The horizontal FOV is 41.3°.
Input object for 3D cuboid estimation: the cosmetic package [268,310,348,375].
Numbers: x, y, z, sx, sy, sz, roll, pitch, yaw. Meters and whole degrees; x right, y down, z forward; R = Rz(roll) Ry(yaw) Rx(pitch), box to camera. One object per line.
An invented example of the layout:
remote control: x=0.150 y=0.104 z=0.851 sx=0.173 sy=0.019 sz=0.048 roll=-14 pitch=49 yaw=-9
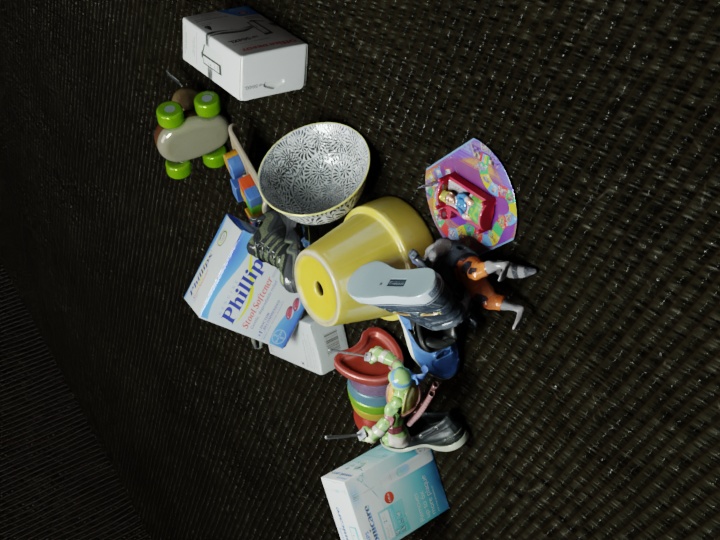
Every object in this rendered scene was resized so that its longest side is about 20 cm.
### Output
cosmetic package: x=-0.113 y=0.125 z=1.913 sx=0.199 sy=0.080 sz=0.115 roll=10 pitch=117 yaw=53

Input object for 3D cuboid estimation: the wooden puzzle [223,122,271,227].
wooden puzzle: x=-0.221 y=-0.158 z=1.871 sx=0.186 sy=0.046 sz=0.202 roll=89 pitch=158 yaw=-63

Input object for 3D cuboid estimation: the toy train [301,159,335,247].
toy train: x=-0.105 y=-0.135 z=1.757 sx=0.113 sy=0.086 sz=0.203 roll=21 pitch=123 yaw=38

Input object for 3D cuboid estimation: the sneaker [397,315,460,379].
sneaker: x=0.120 y=0.113 z=1.508 sx=0.202 sy=0.076 sz=0.111 roll=65 pitch=170 yaw=-29

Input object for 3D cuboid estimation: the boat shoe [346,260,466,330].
boat shoe: x=0.064 y=0.043 z=1.413 sx=0.199 sy=0.071 sz=0.091 roll=7 pitch=147 yaw=52

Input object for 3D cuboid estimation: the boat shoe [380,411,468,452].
boat shoe: x=0.098 y=0.274 z=1.672 sx=0.198 sy=0.074 sz=0.067 roll=-6 pitch=121 yaw=52

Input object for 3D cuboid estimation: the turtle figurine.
turtle figurine: x=0.026 y=0.209 z=1.568 sx=0.195 sy=0.198 sz=0.145 roll=72 pitch=173 yaw=-57

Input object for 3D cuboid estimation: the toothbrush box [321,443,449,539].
toothbrush box: x=0.046 y=0.402 z=1.724 sx=0.085 sy=0.198 sz=0.149 roll=-8 pitch=101 yaw=57

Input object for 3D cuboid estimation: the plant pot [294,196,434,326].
plant pot: x=0.000 y=0.000 z=1.575 sx=0.200 sy=0.187 sz=0.203 roll=34 pitch=135 yaw=43

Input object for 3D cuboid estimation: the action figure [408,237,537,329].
action figure: x=0.171 y=0.014 z=1.435 sx=0.193 sy=0.105 sz=0.200 roll=30 pitch=167 yaw=42

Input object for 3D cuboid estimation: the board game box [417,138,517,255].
board game box: x=0.151 y=-0.097 z=1.429 sx=0.199 sy=0.039 sz=0.160 roll=-27 pitch=85 yaw=58

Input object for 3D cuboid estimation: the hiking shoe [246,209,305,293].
hiking shoe: x=-0.145 y=-0.029 z=1.659 sx=0.202 sy=0.099 sz=0.076 roll=-102 pitch=-6 yaw=-46

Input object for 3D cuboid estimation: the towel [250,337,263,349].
towel: x=-0.233 y=0.060 z=2.019 sx=0.200 sy=0.034 sz=0.195 roll=105 pitch=153 yaw=-77

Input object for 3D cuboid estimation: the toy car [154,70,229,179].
toy car: x=-0.373 y=-0.326 z=1.998 sx=0.166 sy=0.156 sz=0.201 roll=91 pitch=154 yaw=-48

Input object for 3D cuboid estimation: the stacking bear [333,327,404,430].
stacking bear: x=0.025 y=0.226 z=1.747 sx=0.113 sy=0.121 sz=0.202 roll=32 pitch=142 yaw=30

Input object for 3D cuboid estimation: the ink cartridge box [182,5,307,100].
ink cartridge box: x=-0.206 y=-0.389 z=1.698 sx=0.199 sy=0.145 sz=0.085 roll=38 pitch=135 yaw=38

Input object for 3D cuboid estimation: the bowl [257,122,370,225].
bowl: x=-0.069 y=-0.147 z=1.630 sx=0.201 sy=0.200 sz=0.095 roll=43 pitch=166 yaw=34

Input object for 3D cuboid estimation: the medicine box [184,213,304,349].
medicine box: x=-0.200 y=0.023 z=1.803 sx=0.184 sy=0.198 sz=0.103 roll=-62 pitch=35 yaw=6
